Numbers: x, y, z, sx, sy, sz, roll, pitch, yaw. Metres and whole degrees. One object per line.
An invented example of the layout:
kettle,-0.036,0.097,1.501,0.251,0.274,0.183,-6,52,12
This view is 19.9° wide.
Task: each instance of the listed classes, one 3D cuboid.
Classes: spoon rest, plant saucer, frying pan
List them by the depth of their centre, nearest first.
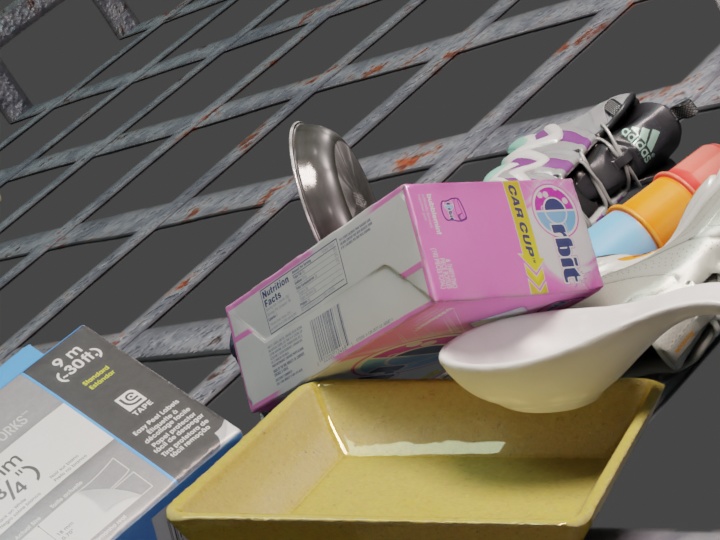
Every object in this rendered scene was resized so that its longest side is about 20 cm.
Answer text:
plant saucer,0.034,0.104,0.991,0.199,0.049,0.200,-1,15,19
spoon rest,0.132,0.036,0.997,0.199,0.061,0.099,2,16,29
frying pan,-0.007,-0.009,1.248,0.031,0.115,0.191,-21,58,14

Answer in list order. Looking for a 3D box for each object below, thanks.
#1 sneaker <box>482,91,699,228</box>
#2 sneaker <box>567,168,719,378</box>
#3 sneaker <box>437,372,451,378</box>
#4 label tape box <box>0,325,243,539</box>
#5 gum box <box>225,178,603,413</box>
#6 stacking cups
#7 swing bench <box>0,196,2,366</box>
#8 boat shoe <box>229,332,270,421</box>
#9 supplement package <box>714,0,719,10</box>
sneaker,0.157,-0.068,1.332,0.140,0.078,0.200,-27,18,20
sneaker,0.184,0.010,1.093,0.200,0.076,0.092,-35,22,20
sneaker,0.056,-0.004,1.315,0.077,0.089,0.200,-28,17,15
label tape box,-0.181,0.106,1.152,0.200,0.063,0.144,30,55,32
gum box,0.022,0.017,1.124,0.113,0.066,0.200,-4,-18,-36
stacking cups,0.148,-0.004,1.219,0.200,0.061,0.060,-36,16,-23
swing bench,-0.327,0.074,1.606,0.199,0.199,0.130,-21,20,37
boat shoe,-0.035,0.081,1.235,0.075,0.093,0.200,-34,16,-5
supplement package,0.319,-0.181,1.220,0.199,0.152,0.151,-28,18,16
